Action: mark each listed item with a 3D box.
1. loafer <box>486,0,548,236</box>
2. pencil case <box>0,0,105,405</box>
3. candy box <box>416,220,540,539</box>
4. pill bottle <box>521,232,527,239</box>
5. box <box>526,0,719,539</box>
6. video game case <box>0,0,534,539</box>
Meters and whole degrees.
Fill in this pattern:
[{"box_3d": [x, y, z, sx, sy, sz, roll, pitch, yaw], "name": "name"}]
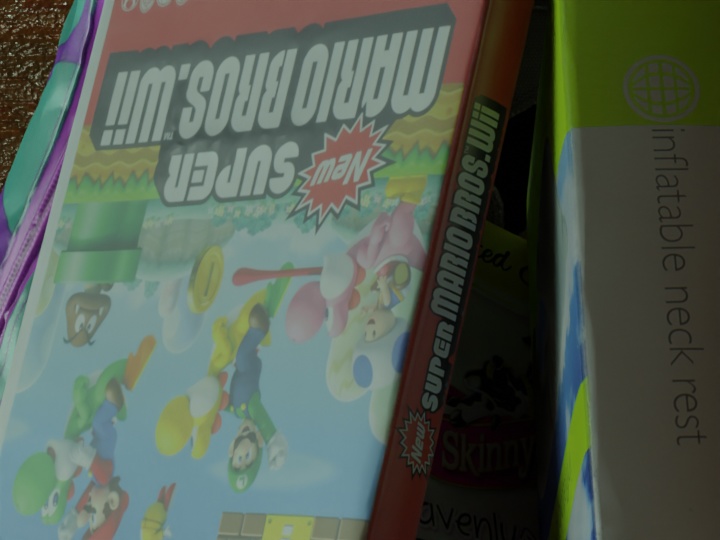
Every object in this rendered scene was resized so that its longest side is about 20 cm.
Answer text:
[{"box_3d": [0.010, -0.008, 0.750, 0.200, 0.069, 0.075, -55, -27, -18], "name": "loafer"}, {"box_3d": [-0.067, -0.014, 0.779, 0.092, 0.085, 0.201, 13, -78, -52], "name": "pencil case"}, {"box_3d": [0.019, 0.087, 0.650, 0.061, 0.136, 0.201, -26, 54, 38], "name": "candy box"}, {"box_3d": [0.000, 0.000, 0.911, 0.200, 0.114, 0.115, -4, -86, -70], "name": "pill bottle"}, {"box_3d": [0.064, 0.038, 0.587, 0.122, 0.047, 0.201, 91, 179, -59], "name": "box"}, {"box_3d": [-0.028, 0.002, 0.624, 0.143, 0.017, 0.201, -2, 70, 48], "name": "video game case"}]
